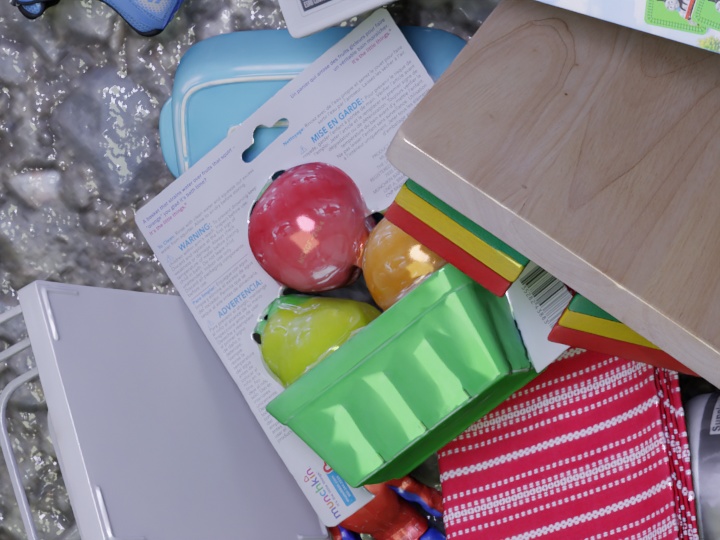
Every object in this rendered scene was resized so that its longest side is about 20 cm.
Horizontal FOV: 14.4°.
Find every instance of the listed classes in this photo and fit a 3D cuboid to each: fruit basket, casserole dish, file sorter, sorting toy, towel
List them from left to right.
[{"bbox_3d":[-0.134,0.099,1.482,0.124,0.200,0.139,-26,73,28],"label":"file sorter"},{"bbox_3d":[-0.018,-0.065,1.493,0.199,0.039,0.122,0,110,17],"label":"casserole dish"},{"bbox_3d":[0.000,0.000,1.449,0.185,0.094,0.200,-39,69,22],"label":"fruit basket"},{"bbox_3d":[0.098,0.075,1.448,0.144,0.022,0.201,-19,65,30],"label":"towel"},{"bbox_3d":[0.125,-0.038,1.374,0.198,0.200,0.070,34,132,3],"label":"sorting toy"}]

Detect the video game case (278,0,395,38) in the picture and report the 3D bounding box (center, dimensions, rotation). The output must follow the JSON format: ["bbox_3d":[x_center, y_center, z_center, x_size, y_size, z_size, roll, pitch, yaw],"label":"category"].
[{"bbox_3d":[0.012,-0.222,1.322,0.200,0.023,0.183,-17,94,41],"label":"video game case"}]

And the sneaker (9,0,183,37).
[{"bbox_3d":[-0.180,-0.178,1.481,0.199,0.079,0.089,24,113,8],"label":"sneaker"}]

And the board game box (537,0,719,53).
[{"bbox_3d":[0.136,-0.187,1.307,0.199,0.037,0.152,18,116,16],"label":"board game box"}]

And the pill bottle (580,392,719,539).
[{"bbox_3d":[0.218,0.115,1.443,0.199,0.111,0.111,-5,108,20],"label":"pill bottle"}]

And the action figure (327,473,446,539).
[{"bbox_3d":[0.037,0.160,1.552,0.065,0.052,0.200,-36,102,21],"label":"action figure"}]
